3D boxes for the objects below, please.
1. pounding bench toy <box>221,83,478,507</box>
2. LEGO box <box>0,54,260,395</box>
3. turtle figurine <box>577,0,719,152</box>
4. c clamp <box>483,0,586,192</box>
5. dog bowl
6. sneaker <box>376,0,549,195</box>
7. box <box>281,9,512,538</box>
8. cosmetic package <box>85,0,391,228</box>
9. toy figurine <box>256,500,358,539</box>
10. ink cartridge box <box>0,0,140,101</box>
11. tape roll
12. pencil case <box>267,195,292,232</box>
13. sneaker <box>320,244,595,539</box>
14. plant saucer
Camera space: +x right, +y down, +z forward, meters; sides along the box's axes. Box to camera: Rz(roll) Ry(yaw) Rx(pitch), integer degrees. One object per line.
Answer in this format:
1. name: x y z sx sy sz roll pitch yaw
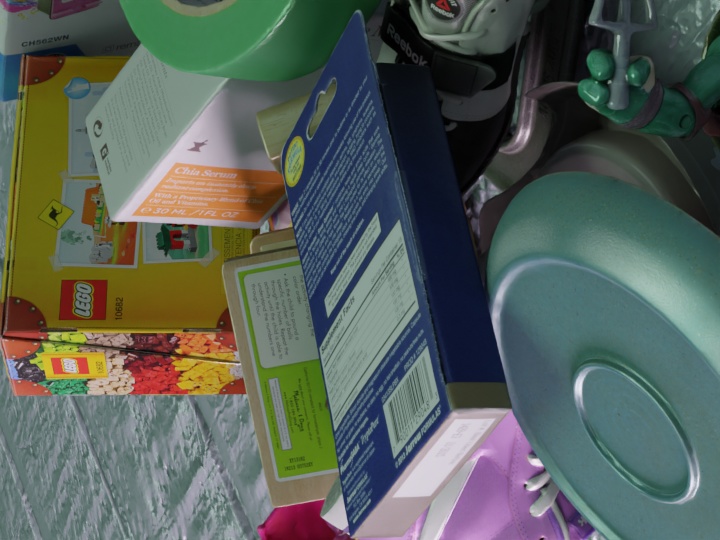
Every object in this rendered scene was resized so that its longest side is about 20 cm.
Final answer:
1. pounding bench toy: 0.000 0.000 0.958 0.156 0.124 0.201 -73 -28 -82
2. LEGO box: -0.134 -0.030 1.099 0.077 0.148 0.200 95 174 -60
3. turtle figurine: 0.164 -0.056 0.667 0.101 0.149 0.201 -49 -49 -66
4. c clamp: 0.056 -0.125 0.932 0.171 0.027 0.200 54 149 37
5. dog bowl: 0.130 0.007 0.818 0.200 0.059 0.201 42 140 50
6. sneaker: 0.040 -0.113 0.808 0.074 0.088 0.200 31 111 20
7. box: 0.010 -0.001 0.785 0.121 0.032 0.200 122 142 -52
8. cosmetic package: -0.055 -0.104 0.965 0.200 0.101 0.071 -45 54 44
9. toy figurine: 0.004 0.176 1.126 0.184 0.150 0.200 52 126 57
10. ink cartridge box: -0.165 -0.210 1.117 0.085 0.144 0.200 61 153 28
11. tape roll: -0.050 -0.189 0.841 0.200 0.048 0.201 -3 86 51
12. pencil case: -0.018 0.014 1.108 0.087 0.087 0.200 45 143 46
13. sneaker: 0.076 0.065 0.836 0.114 0.073 0.201 30 122 -1
14. plant saucer: 0.111 0.056 0.694 0.200 0.027 0.200 43 153 28
